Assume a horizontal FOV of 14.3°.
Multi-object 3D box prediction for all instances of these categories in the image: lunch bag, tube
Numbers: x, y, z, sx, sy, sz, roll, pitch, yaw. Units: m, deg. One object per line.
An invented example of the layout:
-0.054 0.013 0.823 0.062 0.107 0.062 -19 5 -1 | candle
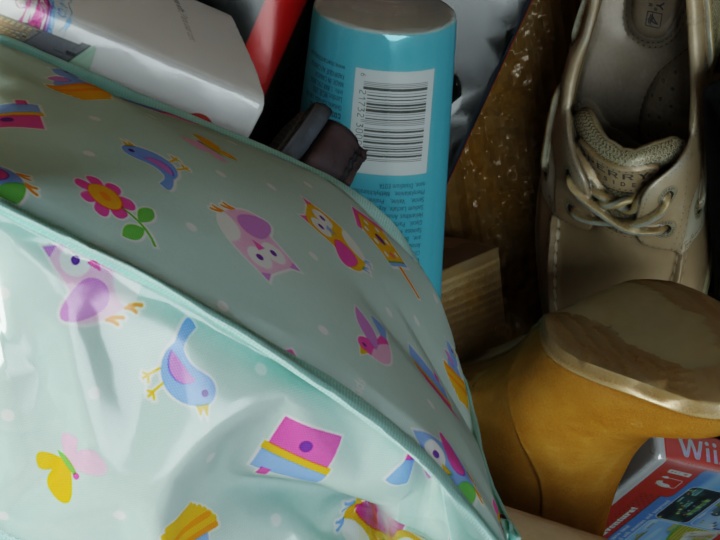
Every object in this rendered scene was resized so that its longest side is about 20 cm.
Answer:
-0.050 0.031 0.864 0.199 0.171 0.122 25 107 -15 | lunch bag
0.000 0.000 1.036 0.077 0.050 0.201 13 114 15 | tube

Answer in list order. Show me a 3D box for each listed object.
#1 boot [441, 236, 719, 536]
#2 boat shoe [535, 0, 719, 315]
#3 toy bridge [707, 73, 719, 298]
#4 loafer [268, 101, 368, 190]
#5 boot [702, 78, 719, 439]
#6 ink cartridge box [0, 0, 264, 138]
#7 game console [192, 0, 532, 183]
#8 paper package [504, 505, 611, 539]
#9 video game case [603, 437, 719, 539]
0.081 0.076 1.054 0.071 0.201 0.145 -19 114 -34 | boot
0.097 -0.043 1.066 0.071 0.065 0.201 9 107 17 | boat shoe
0.129 0.020 1.141 0.067 0.027 0.201 5 112 -24 | toy bridge
-0.041 0.019 1.011 0.063 0.072 0.200 36 133 -2 | loafer
0.204 -0.018 1.091 0.164 0.066 0.201 -30 137 -19 | boot
-0.151 -0.045 0.957 0.199 0.084 0.145 21 108 -21 | ink cartridge box
-0.020 -0.112 1.029 0.176 0.031 0.201 19 104 -21 | game console
0.002 0.158 1.034 0.199 0.104 0.191 18 145 -6 | paper package
0.162 0.120 1.158 0.199 0.018 0.143 14 144 -26 | video game case
